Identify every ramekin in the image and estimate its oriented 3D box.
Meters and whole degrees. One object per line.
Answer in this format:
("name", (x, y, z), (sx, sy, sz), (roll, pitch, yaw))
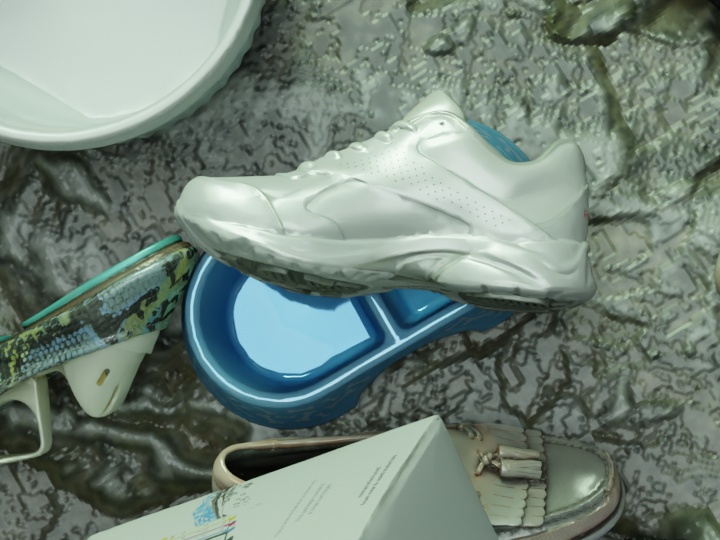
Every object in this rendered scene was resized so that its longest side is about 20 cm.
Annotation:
("ramekin", (-0.137, -0.154, 1.157), (0.199, 0.105, 0.201), (-1, 86, 7))

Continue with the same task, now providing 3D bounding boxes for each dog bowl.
("dog bowl", (0.000, 0.000, 1.158), (0.200, 0.050, 0.112), (-30, 83, 4))

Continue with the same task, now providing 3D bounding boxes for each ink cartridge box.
("ink cartridge box", (-0.037, 0.184, 1.061), (0.200, 0.145, 0.148), (-22, 102, 22))

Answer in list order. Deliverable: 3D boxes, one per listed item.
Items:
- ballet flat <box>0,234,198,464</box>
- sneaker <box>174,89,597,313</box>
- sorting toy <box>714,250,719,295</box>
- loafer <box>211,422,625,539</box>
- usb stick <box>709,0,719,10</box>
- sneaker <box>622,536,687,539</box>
("ballet flat", (-0.155, 0.053, 1.161), (0.200, 0.074, 0.074), (-27, 83, 18))
("sneaker", (0.014, -0.036, 1.105), (0.199, 0.078, 0.100), (6, 80, -2))
("sorting toy", (0.289, -0.049, 1.134), (0.199, 0.036, 0.186), (16, 88, 7))
("loafer", (0.026, 0.106, 1.129), (0.199, 0.063, 0.072), (-6, 46, 8))
("usb stick", (0.142, -0.185, 1.143), (0.033, 0.055, 0.200), (-39, 75, -19))
("sneaker", (0.160, 0.220, 1.114), (0.099, 0.070, 0.201), (-18, 85, 3))
